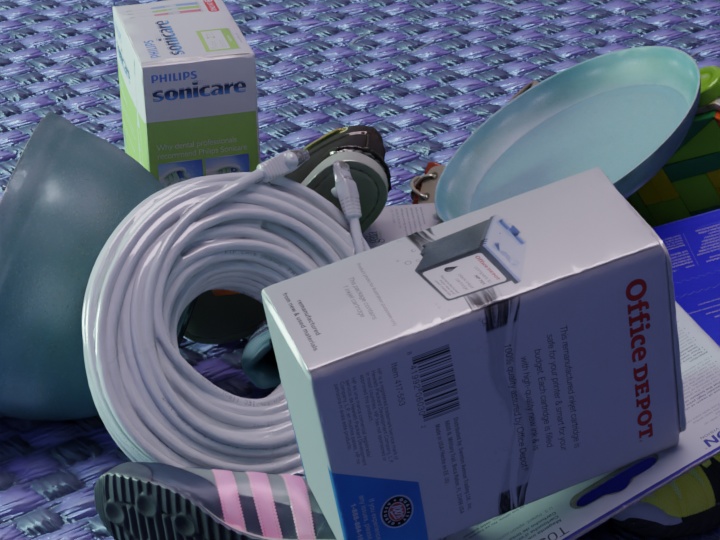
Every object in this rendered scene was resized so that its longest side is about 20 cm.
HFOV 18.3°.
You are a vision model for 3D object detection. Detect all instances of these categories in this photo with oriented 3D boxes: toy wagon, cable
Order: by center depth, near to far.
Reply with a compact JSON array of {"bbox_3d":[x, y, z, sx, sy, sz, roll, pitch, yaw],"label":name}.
[{"bbox_3d":[-0.075,0.040,1.366,0.199,0.201,0.069,-15,-8,-23],"label":"cable"},{"bbox_3d":[0.225,-0.059,1.585,0.199,0.156,0.040,-15,32,36],"label":"toy wagon"}]

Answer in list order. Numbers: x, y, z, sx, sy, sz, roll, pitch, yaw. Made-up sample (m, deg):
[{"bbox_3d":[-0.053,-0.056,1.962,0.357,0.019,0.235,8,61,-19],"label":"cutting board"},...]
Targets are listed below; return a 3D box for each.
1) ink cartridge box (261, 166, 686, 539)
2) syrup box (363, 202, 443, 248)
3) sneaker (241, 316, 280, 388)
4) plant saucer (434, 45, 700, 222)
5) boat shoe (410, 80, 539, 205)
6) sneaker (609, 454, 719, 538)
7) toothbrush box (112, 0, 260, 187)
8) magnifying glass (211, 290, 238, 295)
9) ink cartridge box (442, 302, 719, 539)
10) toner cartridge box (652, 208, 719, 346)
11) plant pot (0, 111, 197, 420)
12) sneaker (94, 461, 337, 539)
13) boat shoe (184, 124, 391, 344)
[{"bbox_3d":[0.063,0.053,1.194,0.199,0.147,0.086,-21,39,-12],"label":"ink cartridge box"},{"bbox_3d":[0.088,0.001,1.559,0.198,0.082,0.079,-5,23,-2],"label":"syrup box"},{"bbox_3d":[0.010,0.063,1.459,0.199,0.078,0.086,3,29,36],"label":"sneaker"},{"bbox_3d":[0.142,-0.081,1.504,0.199,0.028,0.201,-27,26,14],"label":"plant saucer"},{"bbox_3d":[0.072,-0.058,1.638,0.200,0.063,0.071,-37,17,-10],"label":"boat shoe"},{"bbox_3d":[0.217,0.096,1.341,0.199,0.077,0.075,-24,33,-33],"label":"sneaker"},{"bbox_3d":[-0.123,-0.080,1.621,0.085,0.202,0.146,-8,24,-11],"label":"toothbrush box"},{"bbox_3d":[0.000,0.000,1.477,0.198,0.023,0.080,-3,8,10],"label":"magnifying glass"},{"bbox_3d":[0.127,0.101,1.304,0.195,0.043,0.200,-30,30,-2],"label":"ink cartridge box"},{"bbox_3d":[0.193,0.024,1.480,0.199,0.096,0.043,-14,-18,-24],"label":"toner cartridge box"},{"bbox_3d":[-0.175,0.015,1.461,0.133,0.201,0.201,21,26,-2],"label":"plant pot"},{"bbox_3d":[-0.053,0.144,1.280,0.199,0.071,0.082,16,35,19],"label":"sneaker"},{"bbox_3d":[-0.054,-0.023,1.540,0.201,0.072,0.061,-38,25,28],"label":"boat shoe"}]
